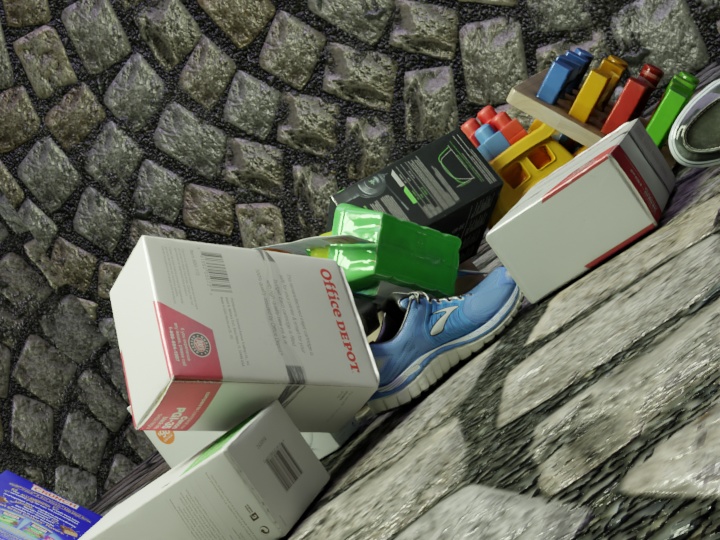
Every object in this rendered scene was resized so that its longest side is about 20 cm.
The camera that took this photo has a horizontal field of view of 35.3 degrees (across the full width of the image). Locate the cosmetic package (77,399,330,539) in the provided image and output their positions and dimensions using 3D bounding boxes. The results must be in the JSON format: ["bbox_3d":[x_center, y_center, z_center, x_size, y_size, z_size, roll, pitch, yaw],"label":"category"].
[{"bbox_3d":[-0.134,0.202,0.914,0.199,0.085,0.108,-34,3,23],"label":"cosmetic package"}]

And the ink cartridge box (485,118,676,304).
[{"bbox_3d":[0.224,-0.063,1.117,0.146,0.083,0.200,-35,2,27],"label":"ink cartridge box"}]

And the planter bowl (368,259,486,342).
[{"bbox_3d":[0.055,0.021,1.499,0.200,0.135,0.200,-35,1,1],"label":"planter bowl"}]

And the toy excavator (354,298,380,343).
[{"bbox_3d":[-0.054,0.116,1.318,0.100,0.196,0.199,-36,29,-31],"label":"toy excavator"}]

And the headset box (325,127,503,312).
[{"bbox_3d":[0.052,-0.048,1.342,0.199,0.093,0.175,-30,-21,-19],"label":"headset box"}]

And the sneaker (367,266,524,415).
[{"bbox_3d":[0.071,0.046,1.053,0.199,0.090,0.078,-34,1,-28],"label":"sneaker"}]

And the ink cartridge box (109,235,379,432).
[{"bbox_3d":[-0.100,0.060,0.974,0.199,0.147,0.083,7,-42,-34],"label":"ink cartridge box"}]

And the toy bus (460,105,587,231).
[{"bbox_3d":[0.221,-0.132,1.390,0.199,0.193,0.136,-34,-1,-11],"label":"toy bus"}]

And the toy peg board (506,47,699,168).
[{"bbox_3d":[0.301,-0.209,1.332,0.098,0.198,0.200,-64,-12,24],"label":"toy peg board"}]

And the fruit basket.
[{"bbox_3d":[0.000,0.000,1.159,0.184,0.095,0.199,16,-20,-36],"label":"fruit basket"}]

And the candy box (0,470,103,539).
[{"bbox_3d":[-0.427,0.345,1.442,0.200,0.168,0.078,-49,-16,-83],"label":"candy box"}]

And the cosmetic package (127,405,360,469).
[{"bbox_3d":[-0.120,0.146,1.125,0.200,0.151,0.052,-36,0,33],"label":"cosmetic package"}]

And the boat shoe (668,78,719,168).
[{"bbox_3d":[0.368,-0.160,1.023,0.199,0.072,0.071,-33,-3,20],"label":"boat shoe"}]
